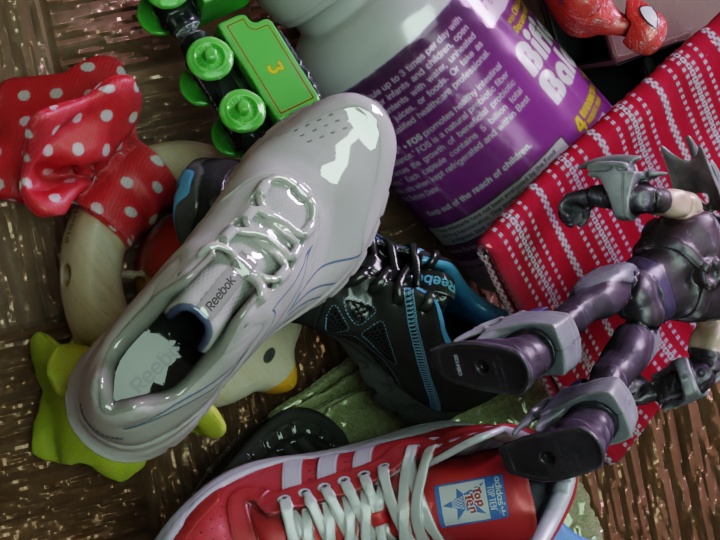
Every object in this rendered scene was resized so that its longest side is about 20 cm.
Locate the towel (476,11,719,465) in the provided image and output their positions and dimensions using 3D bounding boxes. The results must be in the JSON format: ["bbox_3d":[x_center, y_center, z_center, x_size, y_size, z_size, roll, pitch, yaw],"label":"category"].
[{"bbox_3d":[0.150,-0.018,1.414,0.200,0.022,0.145,-42,119,-26],"label":"towel"}]

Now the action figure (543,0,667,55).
[{"bbox_3d":[0.070,-0.173,1.433,0.200,0.065,0.052,42,81,6],"label":"action figure"}]

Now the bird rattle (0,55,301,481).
[{"bbox_3d":[-0.102,-0.003,1.396,0.163,0.113,0.201,0,76,-34],"label":"bird rattle"}]

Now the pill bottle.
[{"bbox_3d":[0.039,-0.095,1.428,0.200,0.112,0.112,47,73,-16],"label":"pill bottle"}]

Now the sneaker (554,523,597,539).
[{"bbox_3d":[0.045,0.160,1.416,0.199,0.076,0.106,9,72,-30],"label":"sneaker"}]

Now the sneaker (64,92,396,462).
[{"bbox_3d":[-0.050,0.003,1.280,0.074,0.087,0.200,38,82,-1],"label":"sneaker"}]

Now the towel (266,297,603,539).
[{"bbox_3d":[0.048,0.126,1.469,0.148,0.036,0.201,-28,99,-22],"label":"towel"}]

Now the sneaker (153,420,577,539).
[{"bbox_3d":[0.006,0.115,1.330,0.199,0.112,0.072,-19,99,-30],"label":"sneaker"}]

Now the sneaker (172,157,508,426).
[{"bbox_3d":[0.000,0.000,1.374,0.200,0.082,0.073,33,54,-30],"label":"sneaker"}]

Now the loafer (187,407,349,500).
[{"bbox_3d":[-0.079,0.149,1.394,0.073,0.071,0.200,39,79,-25],"label":"loafer"}]

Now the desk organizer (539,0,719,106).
[{"bbox_3d":[0.159,-0.086,1.502,0.077,0.072,0.201,-20,97,-20],"label":"desk organizer"}]

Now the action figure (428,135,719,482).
[{"bbox_3d":[0.122,0.017,1.343,0.200,0.069,0.131,-36,106,-44],"label":"action figure"}]

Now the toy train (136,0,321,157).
[{"bbox_3d":[-0.084,-0.142,1.381,0.056,0.042,0.200,-27,76,-19],"label":"toy train"}]
